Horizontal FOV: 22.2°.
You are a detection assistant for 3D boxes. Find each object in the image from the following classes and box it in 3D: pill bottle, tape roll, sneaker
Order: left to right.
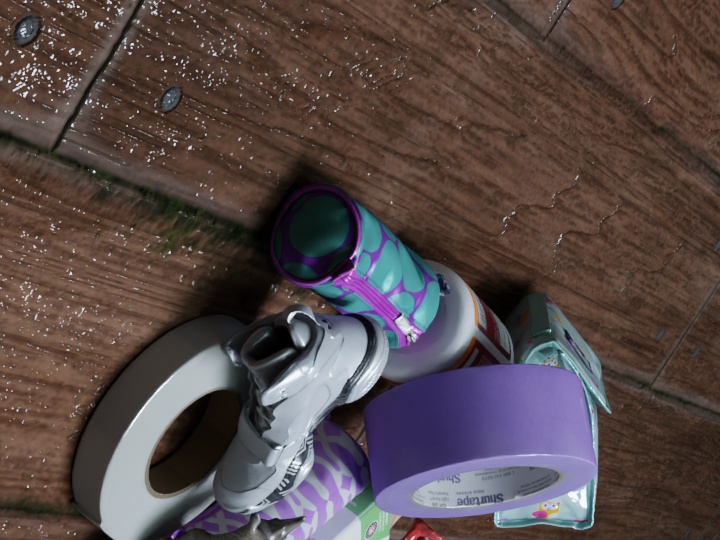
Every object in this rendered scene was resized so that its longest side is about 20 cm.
[{"bbox_3d":[-0.146,0.129,1.480,0.203,0.037,0.203,-39,149,-29],"label":"tape roll"},{"bbox_3d":[-0.074,0.106,1.454,0.200,0.075,0.115,-51,142,14],"label":"sneaker"},{"bbox_3d":[0.075,0.070,1.682,0.113,0.113,0.200,-53,153,-3],"label":"pill bottle"},{"bbox_3d":[0.106,0.154,1.638,0.200,0.085,0.200,-8,159,-3],"label":"tape roll"}]

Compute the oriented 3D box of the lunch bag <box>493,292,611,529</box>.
[{"bbox_3d":[0.185,0.135,1.844,0.170,0.122,0.200,-79,170,-72],"label":"lunch bag"}]

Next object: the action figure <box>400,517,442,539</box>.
[{"bbox_3d":[0.006,0.327,1.754,0.200,0.052,0.065,-45,160,-11],"label":"action figure"}]

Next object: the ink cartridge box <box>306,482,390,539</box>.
[{"bbox_3d":[-0.068,0.283,1.724,0.200,0.084,0.145,-39,150,-29],"label":"ink cartridge box"}]

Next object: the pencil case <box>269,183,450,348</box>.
[{"bbox_3d":[0.000,0.000,1.507,0.085,0.092,0.200,-35,153,9],"label":"pencil case"}]

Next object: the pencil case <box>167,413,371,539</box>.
[{"bbox_3d":[-0.078,0.208,1.632,0.200,0.084,0.086,-39,114,-32],"label":"pencil case"}]

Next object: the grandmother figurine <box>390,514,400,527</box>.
[{"bbox_3d":[0.060,0.207,1.880,0.200,0.061,0.121,-44,178,-27],"label":"grandmother figurine"}]

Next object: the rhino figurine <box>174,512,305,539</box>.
[{"bbox_3d":[-0.136,0.242,1.507,0.200,0.060,0.087,-21,171,1],"label":"rhino figurine"}]
